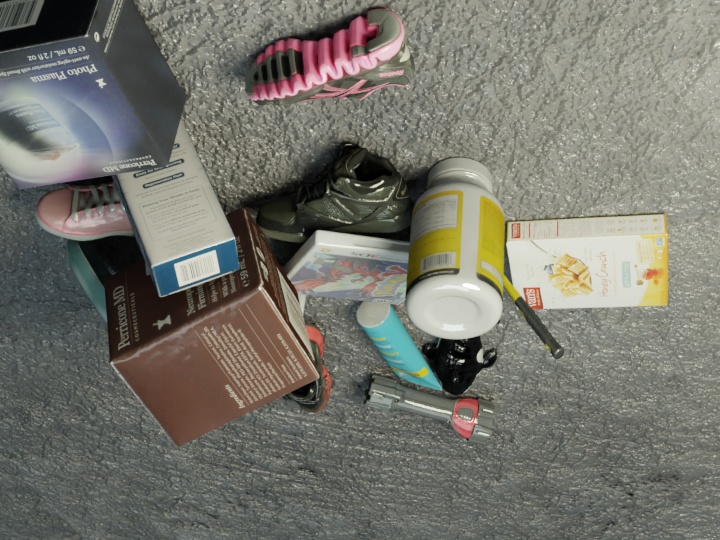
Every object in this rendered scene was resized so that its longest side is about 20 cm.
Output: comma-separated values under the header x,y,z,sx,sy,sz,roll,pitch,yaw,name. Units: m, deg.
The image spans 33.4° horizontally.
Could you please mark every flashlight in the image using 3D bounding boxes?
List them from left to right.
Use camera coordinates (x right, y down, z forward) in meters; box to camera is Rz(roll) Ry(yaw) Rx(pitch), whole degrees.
x,y,z,sx,sy,sz,roll,pitch,yaw,name
0.104,0.207,1.817,0.197,0.068,0.068,15,117,-4,flashlight

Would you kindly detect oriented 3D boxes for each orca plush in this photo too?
x,y,z,sx,sy,sz,roll,pitch,yaw,name
0.150,0.129,1.698,0.104,0.072,0.201,17,141,-13,orca plush

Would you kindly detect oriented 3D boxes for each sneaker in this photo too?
x,y,z,sx,sy,sz,roll,pitch,yaw,name
-0.302,-0.090,1.487,0.197,0.076,0.105,5,147,-10,sneaker
-0.084,0.164,1.760,0.070,0.099,0.201,0,143,5,sneaker
-0.040,-0.096,1.443,0.197,0.077,0.115,-4,134,17,sneaker
-0.030,-0.210,1.303,0.198,0.080,0.095,-11,150,24,sneaker

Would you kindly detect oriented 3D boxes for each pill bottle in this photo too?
x,y,z,sx,sy,sz,roll,pitch,yaw,name
0.112,-0.030,1.395,0.110,0.202,0.113,4,143,3,pill bottle

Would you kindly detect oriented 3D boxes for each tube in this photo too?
x,y,z,sx,sy,sz,roll,pitch,yaw,name
0.053,0.111,1.714,0.077,0.051,0.201,19,156,36,tube

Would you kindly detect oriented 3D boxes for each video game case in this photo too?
x,y,z,sx,sy,sz,roll,pitch,yaw,name
0.000,0.000,1.527,0.180,0.023,0.200,7,161,-18,video game case

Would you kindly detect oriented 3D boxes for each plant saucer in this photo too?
x,y,z,sx,sy,sz,roll,pitch,yaw,name
-0.328,0.038,1.571,0.027,0.200,0.201,-35,136,-5,plant saucer

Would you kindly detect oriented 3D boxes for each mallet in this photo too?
x,y,z,sx,sy,sz,roll,pitch,yaw,name
0.194,0.038,1.492,0.041,0.201,0.066,-28,150,-7,mallet

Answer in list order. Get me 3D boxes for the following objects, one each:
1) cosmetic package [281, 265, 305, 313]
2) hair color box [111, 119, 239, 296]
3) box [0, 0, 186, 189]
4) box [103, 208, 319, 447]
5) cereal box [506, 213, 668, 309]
x,y,z,sx,sy,sz,roll,pitch,yaw,name
-0.177,0.038,1.603,0.198,0.114,0.081,19,141,-13,cosmetic package
-0.218,-0.075,1.376,0.099,0.201,0.061,-19,145,-13,hair color box
-0.324,-0.205,1.308,0.197,0.124,0.199,-7,142,18,box
-0.179,0.068,1.437,0.198,0.167,0.165,-26,129,5,box
0.290,-0.008,1.527,0.197,0.040,0.145,-3,141,13,cereal box
